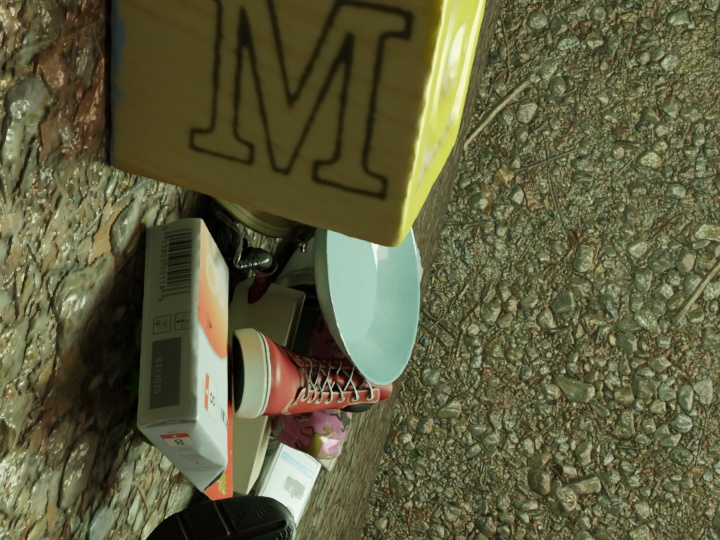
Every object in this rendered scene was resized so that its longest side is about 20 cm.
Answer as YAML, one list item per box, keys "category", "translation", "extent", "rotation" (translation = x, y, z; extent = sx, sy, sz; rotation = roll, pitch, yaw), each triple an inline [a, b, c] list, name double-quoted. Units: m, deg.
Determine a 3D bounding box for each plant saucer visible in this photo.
- category: "plant saucer"
  translation: [0.000, 0.000, 0.806]
  extent: [0.201, 0.038, 0.204]
  rotation: [-6, 90, -67]

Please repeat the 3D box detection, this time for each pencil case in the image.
- category: "pencil case"
  translation: [-0.026, 0.090, 0.923]
  extent: [0.202, 0.082, 0.086]
  rotation: [-70, 162, 6]

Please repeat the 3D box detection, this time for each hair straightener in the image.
- category: "hair straightener"
  translation: [-0.109, -0.011, 0.774]
  extent: [0.041, 0.077, 0.200]
  rotation: [-51, -178, -6]

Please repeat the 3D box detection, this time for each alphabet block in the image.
- category: "alphabet block"
  translation: [-0.030, -0.161, 0.595]
  extent: [0.196, 0.198, 0.198]
  rotation: [-59, 162, -55]

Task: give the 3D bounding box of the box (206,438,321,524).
- category: "box"
  translation: [-0.129, 0.287, 0.979]
  extent: [0.116, 0.060, 0.201]
  rotation: [-24, -146, 45]

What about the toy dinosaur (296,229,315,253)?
- category: "toy dinosaur"
  translation: [-0.028, -0.078, 0.957]
  extent: [0.077, 0.101, 0.202]
  rotation: [-70, 144, -59]

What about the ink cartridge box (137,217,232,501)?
- category: "ink cartridge box"
  translation: [-0.112, 0.083, 0.703]
  extent: [0.201, 0.050, 0.164]
  rotation: [66, 15, -56]

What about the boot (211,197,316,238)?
- category: "boot"
  translation: [-0.038, -0.108, 0.801]
  extent: [0.155, 0.072, 0.200]
  rotation: [-51, 163, 20]

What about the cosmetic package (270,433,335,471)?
- category: "cosmetic package"
  translation: [-0.079, 0.190, 1.161]
  extent: [0.200, 0.102, 0.088]
  rotation: [72, 37, -70]

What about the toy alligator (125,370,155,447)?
- category: "toy alligator"
  translation: [-0.152, 0.128, 0.785]
  extent: [0.200, 0.054, 0.060]
  rotation: [84, 24, -65]

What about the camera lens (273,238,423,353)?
- category: "camera lens"
  translation: [-0.020, 0.034, 1.074]
  extent: [0.200, 0.158, 0.161]
  rotation: [-61, 164, -54]

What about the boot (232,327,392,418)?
- category: "boot"
  translation: [-0.038, 0.091, 0.780]
  extent: [0.200, 0.142, 0.073]
  rotation: [115, -25, -77]

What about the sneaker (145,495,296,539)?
- category: "sneaker"
  translation: [-0.141, 0.232, 0.734]
  extent: [0.115, 0.199, 0.076]
  rotation: [69, -4, -83]

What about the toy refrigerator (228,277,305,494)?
- category: "toy refrigerator"
  translation: [-0.117, 0.114, 0.930]
  extent: [0.076, 0.069, 0.202]
  rotation: [-51, 156, -83]
